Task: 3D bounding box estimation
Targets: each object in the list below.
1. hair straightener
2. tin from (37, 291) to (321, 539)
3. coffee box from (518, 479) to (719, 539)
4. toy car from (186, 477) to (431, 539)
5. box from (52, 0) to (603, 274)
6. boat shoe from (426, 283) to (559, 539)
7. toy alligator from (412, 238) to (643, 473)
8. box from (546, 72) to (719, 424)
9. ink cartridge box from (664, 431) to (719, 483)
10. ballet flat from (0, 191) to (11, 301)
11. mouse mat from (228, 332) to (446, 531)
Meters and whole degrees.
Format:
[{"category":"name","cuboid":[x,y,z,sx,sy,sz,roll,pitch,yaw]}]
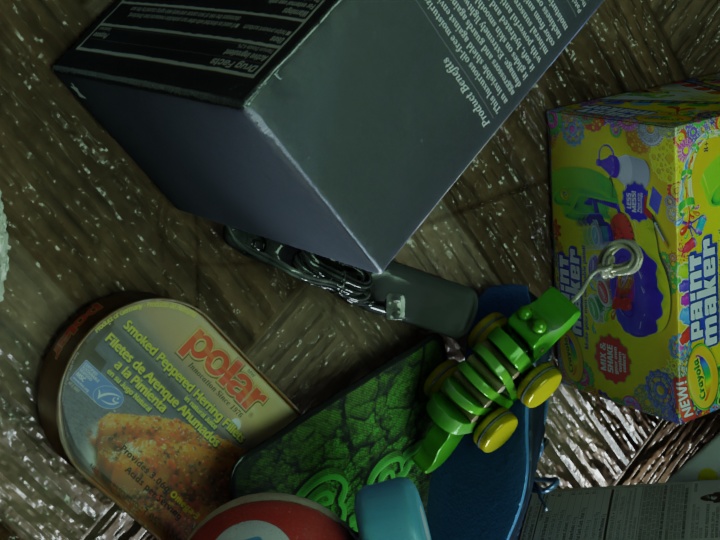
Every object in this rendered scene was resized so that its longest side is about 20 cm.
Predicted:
[{"category":"hair straightener","cuboid":[0.000,0.000,0.843,0.200,0.077,0.041,25,87,-38]},{"category":"tin","cuboid":[-0.101,0.094,0.814,0.112,0.042,0.200,-49,125,-14]},{"category":"coffee box","cuboid":[0.197,0.211,0.961,0.080,0.199,0.115,-58,137,-61]},{"category":"toy car","cuboid":[-0.036,0.230,0.726,0.183,0.200,0.178,-16,110,3]},{"category":"box","cuboid":[-0.018,-0.123,0.726,0.199,0.200,0.123,-50,125,-16]},{"category":"boat shoe","cuboid":[0.101,0.112,0.937,0.069,0.084,0.201,26,78,-57]},{"category":"toy alligator","cuboid":[0.098,0.048,0.884,0.200,0.059,0.054,-47,154,4]},{"category":"box","cuboid":[0.243,-0.024,0.995,0.192,0.122,0.201,-16,109,-33]},{"category":"ink cartridge box","cuboid":[0.314,0.134,1.041,0.200,0.047,0.197,-50,149,21]},{"category":"ballet flat","cuboid":[-0.204,0.030,0.705,0.071,0.072,0.201,0,99,-37]},{"category":"mouse mat","cuboid":[-0.003,0.145,0.885,0.200,0.008,0.162,-29,123,-41]}]
